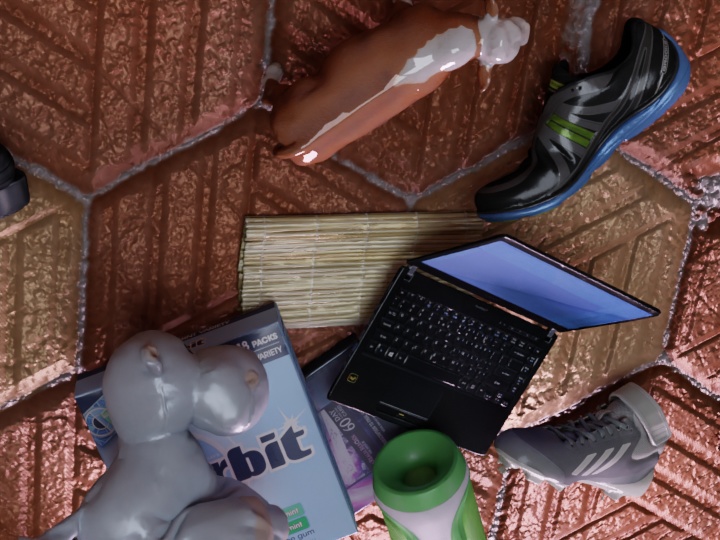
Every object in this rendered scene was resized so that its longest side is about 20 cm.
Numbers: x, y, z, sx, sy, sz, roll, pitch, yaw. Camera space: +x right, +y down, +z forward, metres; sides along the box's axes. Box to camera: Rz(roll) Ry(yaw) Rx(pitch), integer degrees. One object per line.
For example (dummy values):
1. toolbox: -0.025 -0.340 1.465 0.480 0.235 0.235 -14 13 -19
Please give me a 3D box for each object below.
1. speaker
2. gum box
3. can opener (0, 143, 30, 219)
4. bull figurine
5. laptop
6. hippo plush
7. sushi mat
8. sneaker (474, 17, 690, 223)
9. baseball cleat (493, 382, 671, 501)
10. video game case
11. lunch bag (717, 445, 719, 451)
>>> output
1. speaker: 0.068 0.232 1.093 0.087 0.089 0.202 -20 126 -4
2. gum box: -0.112 0.148 1.023 0.168 0.045 0.202 -19 111 -1
3. can opener: -0.333 -0.049 0.887 0.197 0.064 0.080 -13 117 -8
4. bull figurine: 0.018 -0.144 0.898 0.198 0.122 0.066 -28 119 0
5. laptop: 0.104 0.067 1.014 0.176 0.103 0.202 23 104 -31
6. hippo plush: -0.144 0.127 0.934 0.197 0.159 0.164 5 85 -14
7. sushi mat: 0.000 0.000 1.022 0.197 0.012 0.097 -3 115 -13
8. sneaker: 0.160 -0.114 0.985 0.199 0.071 0.083 -43 103 7
9. baseball cleat: 0.194 0.138 1.095 0.199 0.070 0.108 18 102 -46
10. video game case: -0.050 0.162 1.082 0.199 0.019 0.144 -35 118 2
11. lunch bag: 0.451 0.191 1.167 0.164 0.118 0.200 -41 123 7
